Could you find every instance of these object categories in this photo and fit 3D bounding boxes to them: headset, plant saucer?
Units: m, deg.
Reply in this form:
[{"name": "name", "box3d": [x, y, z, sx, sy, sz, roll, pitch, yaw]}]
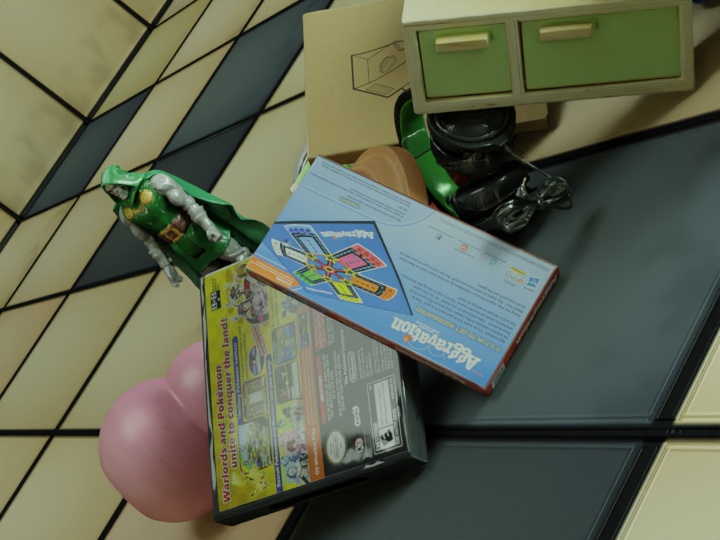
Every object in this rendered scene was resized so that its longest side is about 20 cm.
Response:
[{"name": "headset", "box3d": [0.082, -0.072, 1.181, 0.094, 0.124, 0.200, -33, 29, -22]}, {"name": "plant saucer", "box3d": [0.000, 0.000, 1.255, 0.200, 0.032, 0.201, -172, 90, -70]}]

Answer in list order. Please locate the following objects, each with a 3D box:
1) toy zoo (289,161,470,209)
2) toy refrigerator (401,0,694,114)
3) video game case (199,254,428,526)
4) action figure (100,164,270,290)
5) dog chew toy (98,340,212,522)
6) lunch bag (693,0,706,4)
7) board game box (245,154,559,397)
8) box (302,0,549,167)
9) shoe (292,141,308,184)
[{"name": "toy zoo", "box3d": [0.044, -0.118, 1.361, 0.200, 0.131, 0.020, -56, -24, -2]}, {"name": "toy refrigerator", "box3d": [0.133, -0.165, 1.132, 0.199, 0.076, 0.070, -4, 34, 9]}, {"name": "video game case", "box3d": [-0.039, 0.069, 1.172, 0.180, 0.025, 0.201, -22, 61, 30]}, {"name": "action figure", "box3d": [-0.140, -0.026, 1.365, 0.118, 0.200, 0.055, -42, 23, 30]}, {"name": "dog chew toy", "box3d": [-0.124, 0.117, 1.344, 0.200, 0.125, 0.125, -44, 19, 1]}, {"name": "lunch bag", "box3d": [0.262, -0.306, 1.168, 0.136, 0.132, 0.200, -27, 37, 58]}, {"name": "board game box", "box3d": [0.028, 0.001, 1.122, 0.103, 0.200, 0.019, -57, -22, -16]}, {"name": "box", "box3d": [0.051, -0.169, 1.337, 0.199, 0.021, 0.164, -9, 56, 9]}, {"name": "shoe", "box3d": [0.033, -0.123, 1.416, 0.200, 0.072, 0.091, -35, 17, -11]}]
